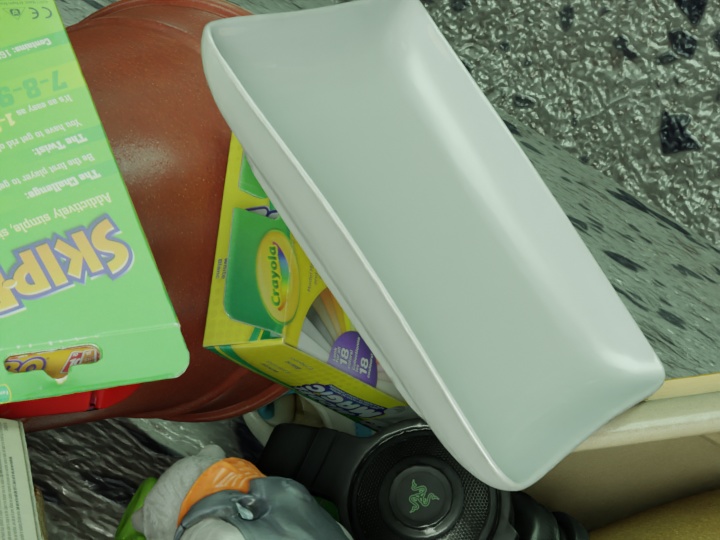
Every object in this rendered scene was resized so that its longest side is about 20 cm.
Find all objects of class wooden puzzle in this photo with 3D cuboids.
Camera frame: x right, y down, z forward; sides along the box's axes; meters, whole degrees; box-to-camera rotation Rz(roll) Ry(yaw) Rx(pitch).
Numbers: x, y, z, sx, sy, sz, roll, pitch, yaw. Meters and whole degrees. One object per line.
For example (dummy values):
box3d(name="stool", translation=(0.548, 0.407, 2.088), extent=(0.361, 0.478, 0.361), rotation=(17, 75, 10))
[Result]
box3d(name="wooden puzzle", translation=(0.104, 0.087, 1.027), extent=(0.183, 0.200, 0.038), rotation=(-6, 70, -19))

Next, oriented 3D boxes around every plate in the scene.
box3d(name="plate", translation=(0.028, -0.014, 0.901), extent=(0.201, 0.032, 0.199), rotation=(56, 24, 5))

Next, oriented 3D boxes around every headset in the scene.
box3d(name="headset", translation=(0.038, 0.118, 0.892), extent=(0.199, 0.095, 0.123), rotation=(12, -20, 42))

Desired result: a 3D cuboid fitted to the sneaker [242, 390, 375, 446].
box3d(name="sneaker", translation=(-0.019, 0.035, 1.124), extent=(0.080, 0.077, 0.201), rotation=(-1, 59, -31))

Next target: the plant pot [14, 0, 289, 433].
box3d(name="plant pot", translation=(-0.127, -0.017, 0.998), extent=(0.200, 0.202, 0.195), rotation=(34, 20, 18))

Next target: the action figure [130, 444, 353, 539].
box3d(name="action figure", translation=(0.005, 0.125, 0.769), extent=(0.193, 0.105, 0.200), rotation=(37, 15, 23))

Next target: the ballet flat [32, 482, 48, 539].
box3d(name="ballet flat", translation=(-0.126, 0.123, 0.735), extent=(0.066, 0.070, 0.200), rotation=(56, 11, -11))

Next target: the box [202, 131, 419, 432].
box3d(name="box", translation=(0.000, 0.000, 0.989), extent=(0.048, 0.118, 0.200), rotation=(-6, -23, 33))

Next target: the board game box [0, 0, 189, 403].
box3d(name="board game box", translation=(-0.133, -0.034, 0.806), extent=(0.095, 0.030, 0.201), rotation=(-7, 53, -25))

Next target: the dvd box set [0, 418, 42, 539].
box3d(name="dvd box set", translation=(-0.193, 0.069, 0.668), extent=(0.198, 0.030, 0.146), rotation=(8, 15, -15))

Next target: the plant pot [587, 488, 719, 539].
box3d(name="plant pot", translation=(0.161, 0.169, 0.988), extent=(0.199, 0.188, 0.186), rotation=(7, 23, -34))

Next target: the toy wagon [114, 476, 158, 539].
box3d(name="toy wagon", translation=(-0.028, 0.138, 0.933), extent=(0.154, 0.040, 0.200), rotation=(29, 11, -9))

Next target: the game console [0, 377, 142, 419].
box3d(name="game console", translation=(-0.173, -0.030, 0.827), extent=(0.175, 0.031, 0.201), rotation=(-7, 56, -25))
